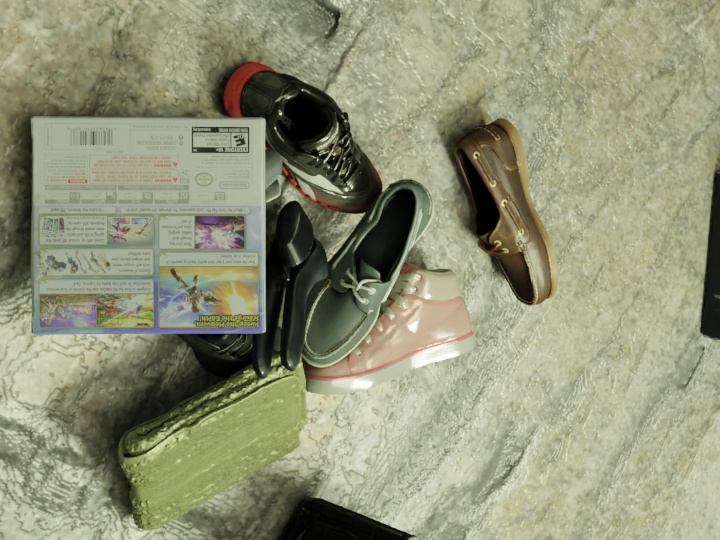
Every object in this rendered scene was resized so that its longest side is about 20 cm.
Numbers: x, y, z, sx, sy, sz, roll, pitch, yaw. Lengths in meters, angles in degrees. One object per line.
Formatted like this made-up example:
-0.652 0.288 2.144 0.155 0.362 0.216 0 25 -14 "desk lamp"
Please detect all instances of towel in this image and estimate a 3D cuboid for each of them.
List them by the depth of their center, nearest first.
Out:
-0.132 0.156 1.432 0.199 0.037 0.149 -30 147 -22 "towel"

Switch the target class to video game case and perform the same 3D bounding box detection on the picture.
-0.179 -0.037 1.312 0.197 0.045 0.184 0 89 -4 "video game case"

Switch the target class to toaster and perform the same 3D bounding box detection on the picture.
-0.020 0.335 1.505 0.119 0.199 0.182 41 71 -36 "toaster"

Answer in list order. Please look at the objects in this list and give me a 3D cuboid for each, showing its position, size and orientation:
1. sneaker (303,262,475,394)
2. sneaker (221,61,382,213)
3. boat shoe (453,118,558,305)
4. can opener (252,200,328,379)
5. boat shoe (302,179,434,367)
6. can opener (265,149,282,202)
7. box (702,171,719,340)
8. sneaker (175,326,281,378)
0.021 0.051 1.525 0.198 0.075 0.106 -17 104 -29 "sneaker"
-0.038 -0.113 1.426 0.200 0.098 0.071 42 76 -35 "sneaker"
0.144 -0.051 1.582 0.070 0.070 0.202 -30 108 -32 "boat shoe"
-0.072 0.025 1.399 0.079 0.063 0.201 54 29 -33 "can opener"
0.000 0.000 1.453 0.072 0.062 0.201 34 89 9 "boat shoe"
-0.159 -0.055 1.368 0.199 0.054 0.067 -28 157 -21 "can opener"
0.506 -0.003 1.758 0.116 0.196 0.203 -5 105 -33 "box"
-0.125 0.058 1.415 0.199 0.090 0.077 31 83 -36 "sneaker"
